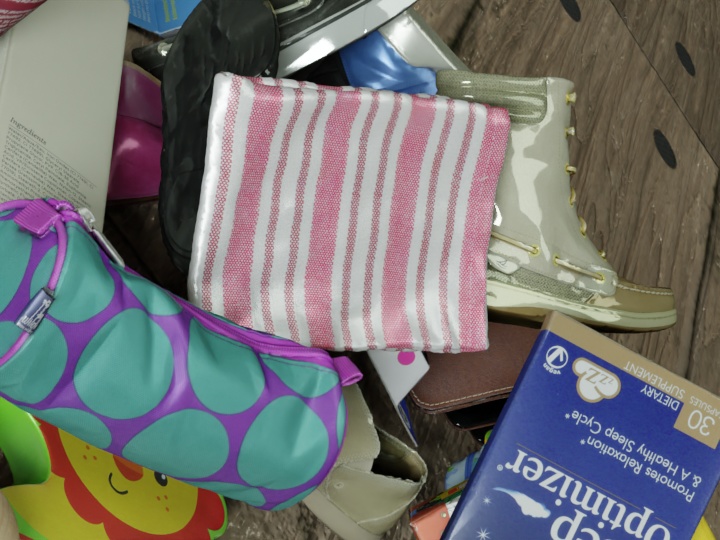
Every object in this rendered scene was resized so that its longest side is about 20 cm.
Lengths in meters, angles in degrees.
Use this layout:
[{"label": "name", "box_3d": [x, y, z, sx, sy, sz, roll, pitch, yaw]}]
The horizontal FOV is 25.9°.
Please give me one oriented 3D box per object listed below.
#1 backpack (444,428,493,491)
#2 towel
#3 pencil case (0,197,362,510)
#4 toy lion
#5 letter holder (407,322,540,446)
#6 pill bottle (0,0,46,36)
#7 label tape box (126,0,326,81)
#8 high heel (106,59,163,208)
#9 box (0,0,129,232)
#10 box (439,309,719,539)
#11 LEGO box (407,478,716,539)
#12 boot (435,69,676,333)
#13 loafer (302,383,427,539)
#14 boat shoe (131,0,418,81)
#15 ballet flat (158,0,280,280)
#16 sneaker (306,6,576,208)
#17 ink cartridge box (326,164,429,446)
[{"label": "backpack", "box_3d": [0.139, 0.170, 1.028, 0.201, 0.152, 0.165, 73, 6, -61]}, {"label": "towel", "box_3d": [-0.002, -0.027, 0.857, 0.198, 0.030, 0.148, 2, 96, -36]}, {"label": "pencil case", "box_3d": [-0.095, 0.042, 0.737, 0.199, 0.093, 0.085, 32, 9, -40]}, {"label": "toy lion", "box_3d": [-0.141, 0.099, 0.755, 0.199, 0.068, 0.193, 36, 33, -38]}, {"label": "letter holder", "box_3d": [0.069, 0.017, 1.109, 0.101, 0.140, 0.202, 98, -21, -62]}, {"label": "pill bottle", "box_3d": [-0.190, -0.169, 0.741, 0.114, 0.199, 0.115, 36, 38, -36]}, {"label": "label tape box", "box_3d": [-0.088, -0.211, 1.073, 0.199, 0.063, 0.146, 21, 49, -50]}, {"label": "high heel", "box_3d": [-0.087, -0.040, 0.939, 0.200, 0.067, 0.097, 37, 45, -42]}, {"label": "box", "box_3d": [-0.178, -0.079, 0.821, 0.082, 0.068, 0.202, 38, 38, -37]}, {"label": "box", "box_3d": [0.111, 0.139, 0.838, 0.120, 0.202, 0.032, 27, -4, 0]}, {"label": "LEGO box", "box_3d": [0.137, 0.193, 0.893, 0.202, 0.148, 0.077, 61, 0, 3]}, {"label": "boot", "box_3d": [0.125, -0.041, 0.996, 0.198, 0.072, 0.157, 9, 83, -29]}, {"label": "loafer", "box_3d": [-0.029, 0.088, 0.899, 0.200, 0.068, 0.076, 44, 13, -44]}, {"label": "boat shoe", "box_3d": [-0.046, -0.157, 0.979, 0.064, 0.198, 0.071, 64, -10, -7]}, {"label": "ballet flat", "box_3d": [-0.082, -0.079, 0.892, 0.057, 0.066, 0.202, 81, 13, -59]}, {"label": "sneaker", "box_3d": [0.048, -0.080, 1.067, 0.200, 0.111, 0.077, 45, 13, -8]}, {"label": "ink cartridge box", "box_3d": [0.000, 0.000, 0.940, 0.095, 0.037, 0.202, -104, 171, -64]}]
